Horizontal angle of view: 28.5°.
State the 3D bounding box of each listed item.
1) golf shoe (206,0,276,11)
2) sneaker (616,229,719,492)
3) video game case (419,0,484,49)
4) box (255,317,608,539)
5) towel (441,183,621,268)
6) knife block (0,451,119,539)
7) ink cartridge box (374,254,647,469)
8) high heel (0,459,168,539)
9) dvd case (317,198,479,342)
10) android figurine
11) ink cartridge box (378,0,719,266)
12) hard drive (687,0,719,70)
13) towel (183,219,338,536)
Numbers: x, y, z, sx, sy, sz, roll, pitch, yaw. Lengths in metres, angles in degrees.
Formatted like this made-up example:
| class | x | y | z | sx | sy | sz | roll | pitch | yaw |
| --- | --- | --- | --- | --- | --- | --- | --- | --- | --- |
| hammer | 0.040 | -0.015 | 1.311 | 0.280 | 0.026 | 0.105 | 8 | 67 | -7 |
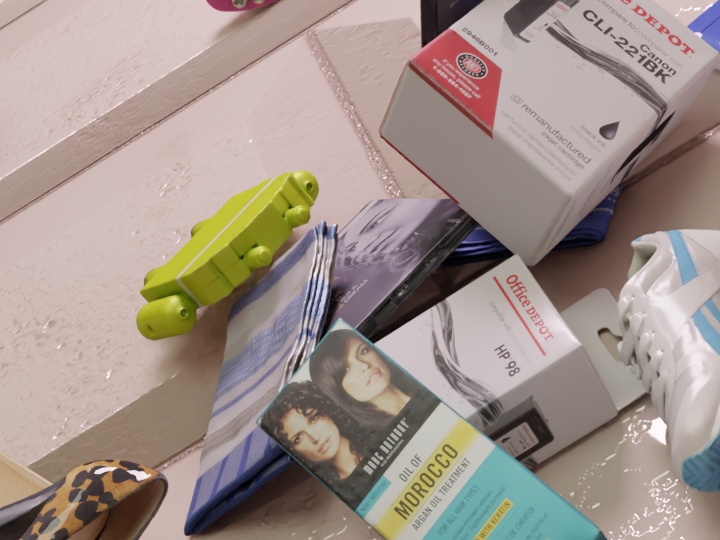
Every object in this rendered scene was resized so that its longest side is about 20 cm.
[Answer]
| class | x | y | z | sx | sy | sz | roll | pitch | yaw |
| --- | --- | --- | --- | --- | --- | --- | --- | --- | --- |
| golf shoe | -0.088 | -0.350 | 1.552 | 0.199 | 0.076 | 0.092 | -34 | 19 | -4 |
| sneaker | 0.187 | 0.050 | 0.819 | 0.080 | 0.077 | 0.201 | 4 | 36 | 12 |
| video game case | 0.095 | -0.179 | 1.054 | 0.019 | 0.201 | 0.143 | 33 | 65 | 24 |
| box | 0.039 | 0.121 | 0.806 | 0.199 | 0.049 | 0.083 | 37 | 84 | 25 |
| towel | 0.137 | -0.085 | 1.081 | 0.143 | 0.024 | 0.201 | -8 | 42 | 31 |
| knife block | -0.213 | 0.175 | 0.929 | 0.064 | 0.200 | 0.175 | -50 | 8 | -24 |
| ink cartridge box | 0.082 | 0.069 | 0.902 | 0.199 | 0.067 | 0.116 | -33 | 34 | 3 |
| high heel | -0.175 | 0.200 | 0.819 | 0.141 | 0.072 | 0.201 | -21 | 43 | 10 |
| dvd case | 0.000 | 0.000 | 1.042 | 0.149 | 0.016 | 0.200 | -45 | 17 | -16 |
| android figurine | -0.104 | -0.018 | 1.130 | 0.182 | 0.041 | 0.199 | -48 | 17 | -27 |
| ink cartridge box | 0.133 | -0.123 | 0.981 | 0.144 | 0.084 | 0.200 | 41 | 54 | 12 |
| hard drive | 0.341 | -0.176 | 1.022 | 0.131 | 0.025 | 0.200 | -39 | 35 | -7 |
| towel | -0.072 | 0.073 | 0.998 | 0.147 | 0.024 | 0.202 | -41 | 29 | 44 |
